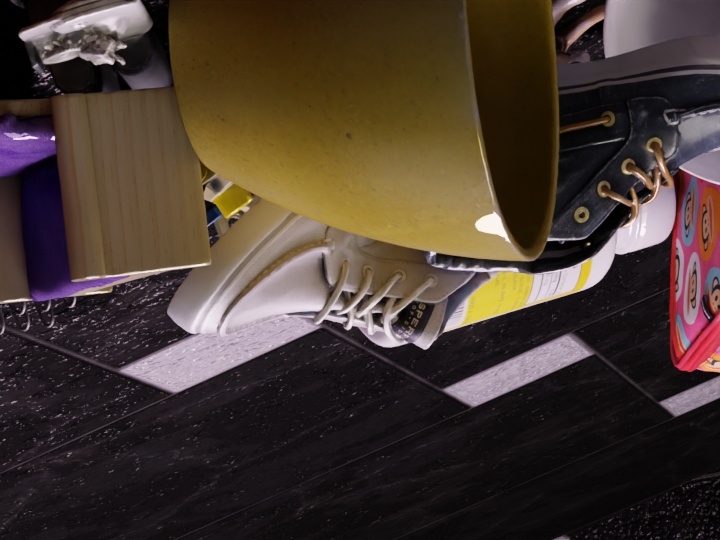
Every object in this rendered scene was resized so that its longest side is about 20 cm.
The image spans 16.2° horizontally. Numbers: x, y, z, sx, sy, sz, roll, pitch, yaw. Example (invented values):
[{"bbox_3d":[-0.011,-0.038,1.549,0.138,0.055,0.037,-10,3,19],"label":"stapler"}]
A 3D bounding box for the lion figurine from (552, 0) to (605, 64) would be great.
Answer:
[{"bbox_3d":[0.063,-0.094,1.375,0.199,0.073,0.122,-23,174,-14],"label":"lion figurine"}]

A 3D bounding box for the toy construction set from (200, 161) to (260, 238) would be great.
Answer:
[{"bbox_3d":[-0.058,-0.061,1.273,0.131,0.092,0.200,-38,167,-23],"label":"toy construction set"}]

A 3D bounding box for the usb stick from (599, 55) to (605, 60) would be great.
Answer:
[{"bbox_3d":[0.120,-0.088,1.428,0.199,0.033,0.055,-36,-168,-19],"label":"usb stick"}]

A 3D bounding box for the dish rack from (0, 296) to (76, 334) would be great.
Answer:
[{"bbox_3d":[-0.184,-0.007,1.364,0.199,0.055,0.153,-9,161,-38],"label":"dish rack"}]

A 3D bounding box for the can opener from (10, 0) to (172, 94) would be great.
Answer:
[{"bbox_3d":[-0.117,-0.108,1.117,0.052,0.067,0.200,-17,173,0],"label":"can opener"}]

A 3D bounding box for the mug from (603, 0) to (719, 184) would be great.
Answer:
[{"bbox_3d":[0.206,-0.125,1.304,0.199,0.148,0.175,-32,180,35],"label":"mug"}]

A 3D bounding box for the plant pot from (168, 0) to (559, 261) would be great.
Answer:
[{"bbox_3d":[-0.001,-0.099,1.092,0.141,0.202,0.200,-5,169,14],"label":"plant pot"}]

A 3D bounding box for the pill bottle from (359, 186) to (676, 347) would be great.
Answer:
[{"bbox_3d":[0.087,-0.031,1.538,0.199,0.112,0.111,-15,164,-20],"label":"pill bottle"}]

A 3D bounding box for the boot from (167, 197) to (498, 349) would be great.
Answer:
[{"bbox_3d":[0.000,0.000,1.201,0.200,0.096,0.074,-35,165,-47],"label":"boot"}]

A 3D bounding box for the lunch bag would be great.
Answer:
[{"bbox_3d":[0.235,-0.039,1.538,0.081,0.202,0.176,5,160,-4],"label":"lunch bag"}]

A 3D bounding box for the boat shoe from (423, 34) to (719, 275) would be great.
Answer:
[{"bbox_3d":[0.122,-0.050,1.189,0.199,0.092,0.071,-7,155,11],"label":"boat shoe"}]

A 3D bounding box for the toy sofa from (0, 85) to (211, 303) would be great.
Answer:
[{"bbox_3d":[-0.143,-0.030,1.169,0.097,0.084,0.200,-6,178,-20],"label":"toy sofa"}]
